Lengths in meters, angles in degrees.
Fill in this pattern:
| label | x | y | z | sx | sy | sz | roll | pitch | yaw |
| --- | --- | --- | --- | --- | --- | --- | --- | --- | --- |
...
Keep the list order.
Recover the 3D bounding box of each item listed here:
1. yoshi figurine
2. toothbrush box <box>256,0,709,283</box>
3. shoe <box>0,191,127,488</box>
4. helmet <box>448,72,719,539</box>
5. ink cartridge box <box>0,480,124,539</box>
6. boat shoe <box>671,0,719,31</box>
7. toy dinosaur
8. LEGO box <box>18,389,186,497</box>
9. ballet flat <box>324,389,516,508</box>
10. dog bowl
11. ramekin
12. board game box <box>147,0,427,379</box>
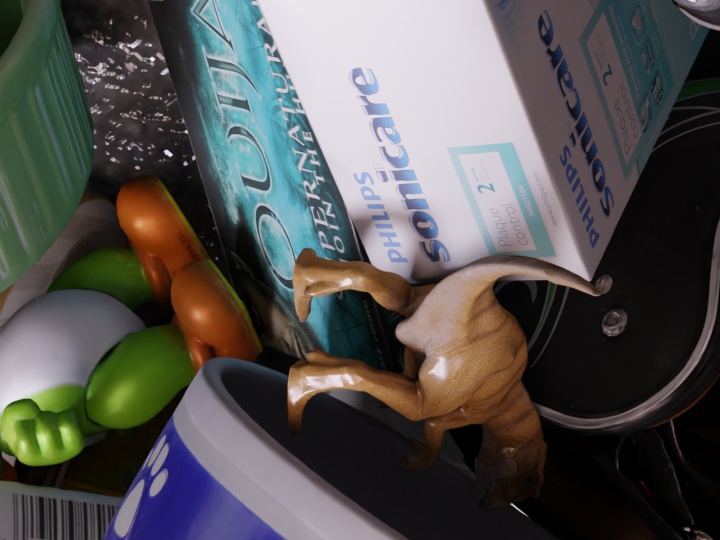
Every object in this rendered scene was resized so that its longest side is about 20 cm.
| label | x | y | z | sx | sy | sz | roll | pitch | yaw |
| --- | --- | --- | --- | --- | --- | --- | --- | --- | --- |
| yoshi figurine | -0.149 | 0.039 | 1.004 | 0.200 | 0.112 | 0.112 | -32 | 92 | -3 |
| toothbrush box | 0.052 | -0.113 | 0.863 | 0.085 | 0.200 | 0.147 | -1 | 129 | 31 |
| shoe | -0.141 | 0.063 | 1.095 | 0.053 | 0.200 | 0.070 | 21 | 177 | 29 |
| helmet | 0.143 | 0.018 | 0.961 | 0.200 | 0.191 | 0.200 | 32 | 163 | 11 |
| ink cartridge box | -0.119 | 0.151 | 1.058 | 0.162 | 0.057 | 0.200 | 10 | 155 | -28 |
| boat shoe | 0.113 | -0.179 | 0.816 | 0.073 | 0.068 | 0.200 | 3 | 88 | 25 |
| toy dinosaur | 0.029 | 0.020 | 0.823 | 0.106 | 0.061 | 0.200 | 4 | 156 | 8 |
| LEGO box | -0.051 | 0.141 | 1.158 | 0.200 | 0.077 | 0.149 | 13 | 134 | 26 |
| ballet flat | 0.057 | 0.099 | 1.051 | 0.200 | 0.070 | 0.069 | 33 | 130 | -25 |
| dog bowl | 0.009 | 0.117 | 0.902 | 0.200 | 0.200 | 0.079 | 31 | 96 | -11 |
| ramekin | -0.202 | -0.061 | 0.990 | 0.200 | 0.200 | 0.098 | -2 | 136 | 17 |
| board game box | -0.032 | -0.056 | 0.963 | 0.135 | 0.028 | 0.200 | 17 | 127 | 61 |
